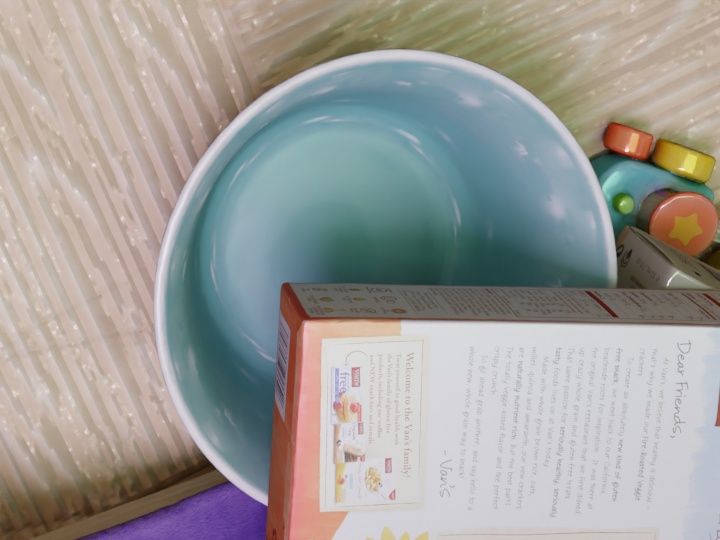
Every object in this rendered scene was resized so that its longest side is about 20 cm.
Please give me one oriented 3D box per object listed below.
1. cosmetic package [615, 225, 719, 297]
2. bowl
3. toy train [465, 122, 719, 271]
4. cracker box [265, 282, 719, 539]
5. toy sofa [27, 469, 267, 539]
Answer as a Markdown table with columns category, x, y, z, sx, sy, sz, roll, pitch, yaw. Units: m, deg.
| category | x | y | z | sx | sy | sz | roll | pitch | yaw |
| --- | --- | --- | --- | --- | --- | --- | --- | --- | --- |
| cosmetic package | 0.122 | 0.095 | 0.797 | 0.103 | 0.073 | 0.201 | 26 | 101 | -17 |
| bowl | 0.000 | 0.000 | 0.765 | 0.198 | 0.105 | 0.203 | -4 | 104 | -16 |
| toy train | 0.142 | 0.032 | 0.845 | 0.150 | 0.056 | 0.201 | -34 | 111 | -7 |
| cracker box | 0.064 | 0.077 | 0.711 | 0.198 | 0.058 | 0.136 | 2 | 105 | -12 |
| toy sofa | -0.077 | 0.142 | 0.742 | 0.199 | 0.097 | 0.084 | -16 | 109 | -41 |
